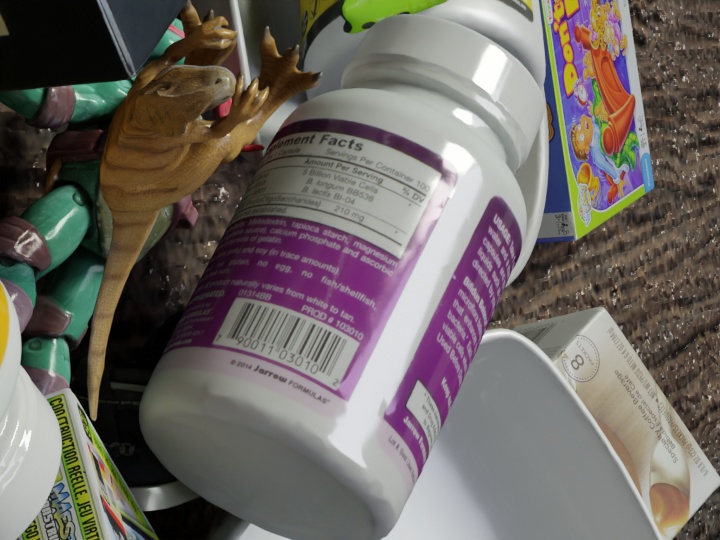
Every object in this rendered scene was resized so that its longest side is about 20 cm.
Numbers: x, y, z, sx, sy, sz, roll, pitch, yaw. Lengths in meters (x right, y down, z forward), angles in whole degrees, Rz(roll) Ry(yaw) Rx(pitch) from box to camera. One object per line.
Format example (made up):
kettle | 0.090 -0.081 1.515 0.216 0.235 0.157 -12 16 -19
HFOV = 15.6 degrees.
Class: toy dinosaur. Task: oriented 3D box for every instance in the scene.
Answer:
toy dinosaur | -0.072 -0.039 0.922 0.106 0.060 0.200 -48 171 -26

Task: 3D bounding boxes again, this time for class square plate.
square plate | -0.058 -0.158 1.152 0.198 0.028 0.201 -72 152 -73

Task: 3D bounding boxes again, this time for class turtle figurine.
turtle figurine | -0.112 -0.038 1.016 0.150 0.100 0.200 55 46 -46

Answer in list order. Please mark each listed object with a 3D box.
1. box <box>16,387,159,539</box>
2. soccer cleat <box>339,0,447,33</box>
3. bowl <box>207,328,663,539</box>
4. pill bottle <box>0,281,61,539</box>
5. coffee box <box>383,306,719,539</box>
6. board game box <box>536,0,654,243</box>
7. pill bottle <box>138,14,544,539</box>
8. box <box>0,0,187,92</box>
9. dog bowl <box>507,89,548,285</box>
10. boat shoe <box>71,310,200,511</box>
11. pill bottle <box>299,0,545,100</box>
box | -0.086 0.143 1.011 0.200 0.035 0.110 69 1 -55
soccer cleat | -0.021 -0.195 1.140 0.200 0.081 0.068 61 -5 17
bowl | 0.030 0.147 1.137 0.200 0.075 0.200 -37 104 -27
pill bottle | -0.179 0.014 0.850 0.200 0.112 0.113 58 38 -44
coffee box | 0.067 0.125 1.258 0.200 0.080 0.115 -45 106 -31
board game box | 0.114 -0.128 1.522 0.134 0.045 0.201 -31 115 -60
pill bottle | 0.000 0.000 1.053 0.200 0.112 0.112 -64 142 -26
box | -0.122 -0.160 0.945 0.200 0.148 0.107 -62 140 -46
dog bowl | 0.038 -0.074 1.351 0.200 0.058 0.201 10 78 -62
boat shoe | -0.058 0.048 1.131 0.200 0.072 0.068 -21 106 -59
pill bottle | 0.024 -0.163 1.234 0.111 0.111 0.201 49 31 -50
